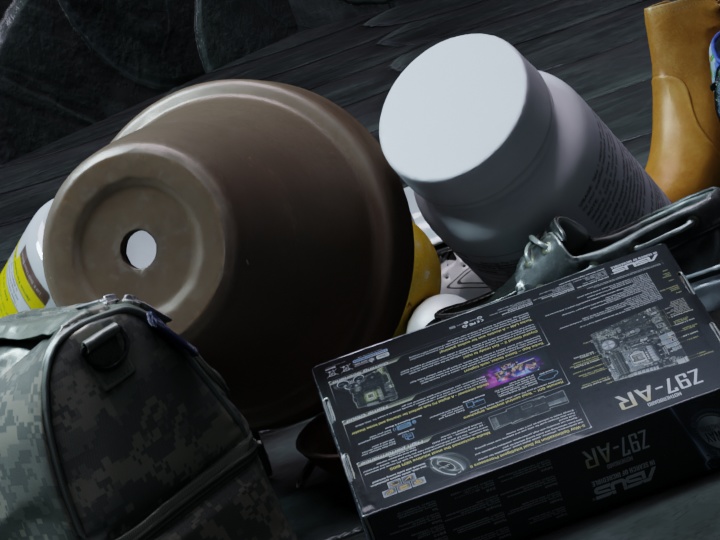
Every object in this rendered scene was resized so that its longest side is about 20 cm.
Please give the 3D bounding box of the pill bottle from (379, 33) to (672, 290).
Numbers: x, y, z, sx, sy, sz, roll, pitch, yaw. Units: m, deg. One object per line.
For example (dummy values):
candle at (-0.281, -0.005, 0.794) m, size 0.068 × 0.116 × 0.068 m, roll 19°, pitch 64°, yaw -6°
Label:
pill bottle at (0.100, -0.044, 1.688) m, size 0.113 × 0.200 × 0.114 m, roll -17°, pitch 54°, yaw 25°

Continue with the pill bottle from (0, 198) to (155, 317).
pill bottle at (-0.194, 0.051, 1.868) m, size 0.109 × 0.109 × 0.200 m, roll -31°, pitch -19°, yaw -49°

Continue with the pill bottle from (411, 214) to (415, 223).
pill bottle at (-0.034, -0.022, 2.143) m, size 0.111 × 0.111 × 0.200 m, roll -21°, pitch 10°, yaw -12°

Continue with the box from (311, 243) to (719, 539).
box at (0.085, 0.068, 1.475) m, size 0.199 × 0.044 × 0.160 m, roll -20°, pitch 27°, yaw -2°

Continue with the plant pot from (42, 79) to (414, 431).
plant pot at (-0.090, -0.009, 1.607) m, size 0.199 × 0.201 × 0.175 m, roll -16°, pitch -6°, yaw 19°

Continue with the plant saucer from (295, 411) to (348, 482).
plant saucer at (0.063, 0.078, 1.621) m, size 0.200 × 0.037 × 0.200 m, roll -20°, pitch 10°, yaw 4°

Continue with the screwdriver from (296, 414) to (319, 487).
screwdriver at (-0.023, 0.101, 1.696) m, size 0.029 × 0.028 × 0.200 m, roll -49°, pitch 2°, yaw 18°

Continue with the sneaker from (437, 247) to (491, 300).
sneaker at (0.067, 0.004, 1.919) m, size 0.199 × 0.073 × 0.072 m, roll -23°, pitch 12°, yaw -10°

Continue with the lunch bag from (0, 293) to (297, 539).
lunch bag at (-0.148, 0.098, 1.491) m, size 0.139 × 0.168 × 0.200 m, roll -36°, pitch 19°, yaw -32°

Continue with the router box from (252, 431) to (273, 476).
router box at (-0.173, 0.131, 1.743) m, size 0.199 × 0.052 × 0.157 m, roll -24°, pitch 11°, yaw -23°

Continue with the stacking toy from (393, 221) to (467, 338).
stacking toy at (0.000, 0.000, 1.842) m, size 0.146 × 0.147 × 0.200 m, roll -27°, pitch 50°, yaw -38°

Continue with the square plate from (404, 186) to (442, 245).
square plate at (0.001, -0.029, 2.365) m, size 0.197 × 0.029 × 0.200 m, roll -18°, pitch 9°, yaw 6°

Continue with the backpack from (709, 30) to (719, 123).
backpack at (0.312, -0.113, 1.849) m, size 0.182 × 0.148 × 0.200 m, roll -19°, pitch 15°, yaw 1°

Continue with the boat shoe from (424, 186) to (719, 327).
boat shoe at (0.119, 0.002, 1.609) m, size 0.199 × 0.071 × 0.072 m, roll -17°, pitch 10°, yaw 17°

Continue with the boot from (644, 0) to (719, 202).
boot at (0.218, -0.112, 2.048) m, size 0.201 × 0.145 × 0.071 m, roll -27°, pitch 12°, yaw -37°
